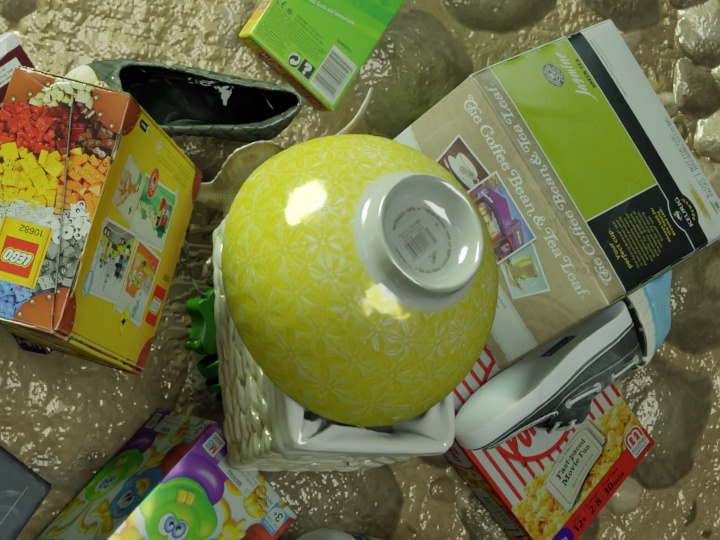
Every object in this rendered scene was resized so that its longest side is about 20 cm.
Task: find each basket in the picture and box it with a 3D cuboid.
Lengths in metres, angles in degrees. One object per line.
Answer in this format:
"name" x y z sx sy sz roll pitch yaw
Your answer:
"basket" -0.026 0.043 1.170 0.135 0.123 0.201 4 70 -30

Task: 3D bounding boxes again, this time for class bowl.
"bowl" 0.019 -0.008 1.075 0.199 0.108 0.201 11 67 -27

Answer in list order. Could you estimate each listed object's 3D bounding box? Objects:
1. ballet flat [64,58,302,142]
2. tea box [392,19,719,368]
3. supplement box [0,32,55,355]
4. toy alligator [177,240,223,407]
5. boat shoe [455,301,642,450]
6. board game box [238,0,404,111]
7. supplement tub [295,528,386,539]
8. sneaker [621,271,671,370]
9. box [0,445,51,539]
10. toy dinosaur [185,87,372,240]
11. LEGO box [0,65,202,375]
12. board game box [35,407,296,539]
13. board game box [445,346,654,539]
"ballet flat" -0.133 -0.129 1.214 0.199 0.057 0.067 -2 73 -40
"tea box" 0.155 -0.063 1.303 0.196 0.133 0.201 -24 82 -44
"supplement box" -0.241 -0.053 1.163 0.109 0.061 0.201 -38 109 -25
"toy alligator" -0.105 0.060 1.249 0.054 0.059 0.200 -45 112 -22
"boat shoe" 0.159 0.101 1.354 0.200 0.072 0.068 -35 107 -33
"board game box" -0.008 -0.235 1.319 0.095 0.030 0.201 40 74 -26
"supplement tub" 0.034 0.289 1.291 0.199 0.145 0.146 17 83 -31
"sneaker" 0.230 -0.018 1.456 0.090 0.078 0.201 -25 108 -47
"box" -0.343 0.166 1.083 0.182 0.104 0.201 42 70 -24
"toy dinosaur" -0.069 -0.064 1.239 0.199 0.058 0.101 -19 142 -20
"LEGO box" -0.176 -0.025 1.052 0.077 0.200 0.150 15 81 10
"board game box" -0.162 0.211 1.193 0.200 0.103 0.105 -48 113 -21
"board game box" 0.145 0.128 1.410 0.152 0.046 0.200 -47 113 -22
